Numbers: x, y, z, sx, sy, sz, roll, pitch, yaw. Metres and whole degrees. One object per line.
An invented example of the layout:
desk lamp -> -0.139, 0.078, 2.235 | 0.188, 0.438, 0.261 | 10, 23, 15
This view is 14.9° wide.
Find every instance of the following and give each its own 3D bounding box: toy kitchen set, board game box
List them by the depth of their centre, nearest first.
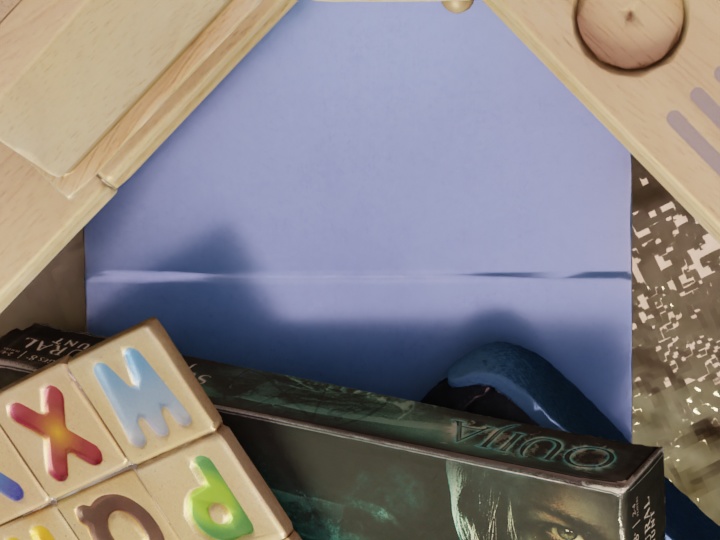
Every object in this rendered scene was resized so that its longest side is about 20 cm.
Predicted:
toy kitchen set -> -0.004, -0.024, 0.692 | 0.180, 0.163, 0.200 | 45, 99, -3
board game box -> -0.011, 0.095, 0.751 | 0.199, 0.028, 0.136 | 9, 117, 28
board game box -> 0.000, 0.000, 0.800 | 0.157, 0.039, 0.201 | -1, 99, 4

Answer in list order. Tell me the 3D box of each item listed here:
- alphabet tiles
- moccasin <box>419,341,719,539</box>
alphabet tiles -> -0.079, 0.114, 0.774 | 0.199, 0.008, 0.168 | -25, 102, 38
moccasin -> 0.084, 0.109, 0.766 | 0.068, 0.080, 0.200 | -43, 87, 14
